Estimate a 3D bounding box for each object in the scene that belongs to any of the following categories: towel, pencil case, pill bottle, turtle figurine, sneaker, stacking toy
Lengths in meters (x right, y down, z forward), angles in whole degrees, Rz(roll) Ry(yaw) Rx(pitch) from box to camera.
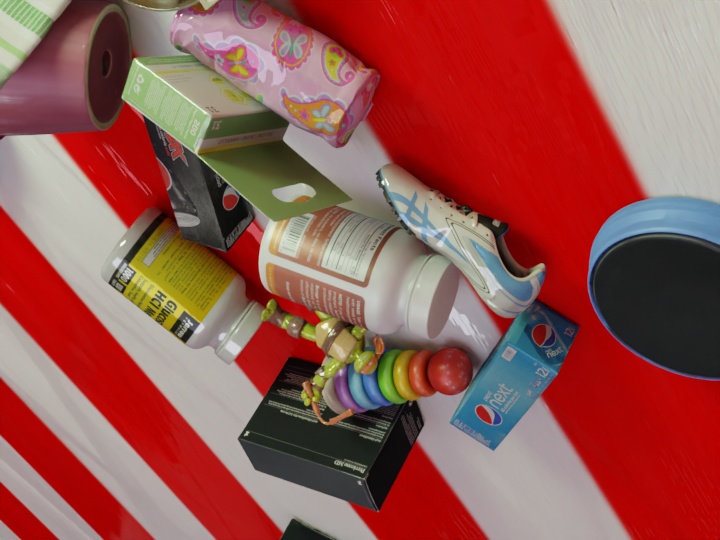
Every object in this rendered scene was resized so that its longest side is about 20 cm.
[{"bbox_3d":[-0.348,-0.286,1.004,0.151,0.202,0.023,35,165,-2],"label":"towel"},{"bbox_3d":[-0.080,-0.197,0.986,0.198,0.088,0.088,31,146,7],"label":"pencil case"},{"bbox_3d":[-0.217,0.024,1.330,0.199,0.113,0.112,38,145,-5],"label":"pill bottle"},{"bbox_3d":[-0.029,0.066,1.249,0.161,0.064,0.202,39,113,13],"label":"turtle figurine"},{"bbox_3d":[0.000,0.000,1.120,0.197,0.113,0.113,20,143,21],"label":"pill bottle"},{"bbox_3d":[0.099,-0.041,1.042,0.199,0.072,0.073,42,107,3],"label":"sneaker"},{"bbox_3d":[0.048,0.124,1.268,0.197,0.086,0.086,-11,126,38],"label":"stacking toy"}]

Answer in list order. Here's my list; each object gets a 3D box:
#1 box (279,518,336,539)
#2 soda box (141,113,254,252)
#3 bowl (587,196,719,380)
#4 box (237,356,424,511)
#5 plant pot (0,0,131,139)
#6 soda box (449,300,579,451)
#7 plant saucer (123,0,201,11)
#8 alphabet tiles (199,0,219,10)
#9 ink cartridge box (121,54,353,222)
[{"bbox_3d":[-0.057,0.559,1.827,0.194,0.118,0.202,22,145,18],"label":"box"},{"bbox_3d":[-0.179,-0.118,1.175,0.070,0.064,0.202,17,141,24],"label":"soda box"},{"bbox_3d":[0.299,0.023,0.960,0.198,0.040,0.203,23,144,18],"label":"bowl"},{"bbox_3d":[-0.038,0.209,1.374,0.197,0.142,0.080,12,140,30],"label":"box"},{"bbox_3d":[-0.341,-0.222,1.092,0.175,0.202,0.202,10,141,7],"label":"plant pot"},{"bbox_3d":[0.164,0.118,1.159,0.064,0.068,0.201,31,145,5],"label":"soda box"},{"bbox_3d":[-0.184,-0.329,0.919,0.197,0.032,0.204,14,124,21],"label":"plant saucer"},{"bbox_3d":[-0.155,-0.328,0.881,0.165,0.006,0.202,-26,104,36],"label":"alphabet tiles"},{"bbox_3d":[-0.105,-0.131,0.991,0.199,0.145,0.048,37,117,19],"label":"ink cartridge box"}]
